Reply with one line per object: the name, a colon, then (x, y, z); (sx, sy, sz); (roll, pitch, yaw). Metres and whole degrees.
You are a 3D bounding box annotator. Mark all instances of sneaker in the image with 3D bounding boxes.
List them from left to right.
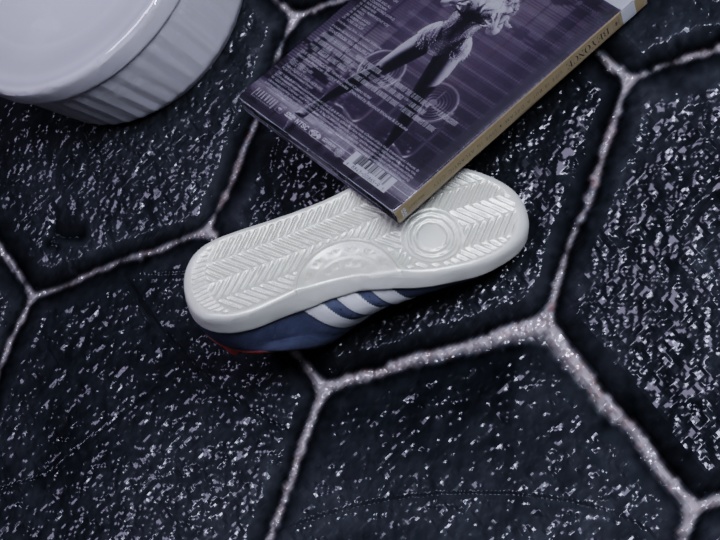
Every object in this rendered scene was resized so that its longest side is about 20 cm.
sneaker: (0.000, 0.000, 1.324); (0.198, 0.085, 0.075); (-13, 62, 1)

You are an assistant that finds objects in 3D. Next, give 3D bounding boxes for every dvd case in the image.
dvd case: (0.046, -0.127, 1.337); (0.200, 0.016, 0.149); (-42, 50, -13)

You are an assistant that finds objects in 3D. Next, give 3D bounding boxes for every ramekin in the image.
ramekin: (-0.164, -0.188, 1.497); (0.201, 0.094, 0.204); (-14, 62, 29)
